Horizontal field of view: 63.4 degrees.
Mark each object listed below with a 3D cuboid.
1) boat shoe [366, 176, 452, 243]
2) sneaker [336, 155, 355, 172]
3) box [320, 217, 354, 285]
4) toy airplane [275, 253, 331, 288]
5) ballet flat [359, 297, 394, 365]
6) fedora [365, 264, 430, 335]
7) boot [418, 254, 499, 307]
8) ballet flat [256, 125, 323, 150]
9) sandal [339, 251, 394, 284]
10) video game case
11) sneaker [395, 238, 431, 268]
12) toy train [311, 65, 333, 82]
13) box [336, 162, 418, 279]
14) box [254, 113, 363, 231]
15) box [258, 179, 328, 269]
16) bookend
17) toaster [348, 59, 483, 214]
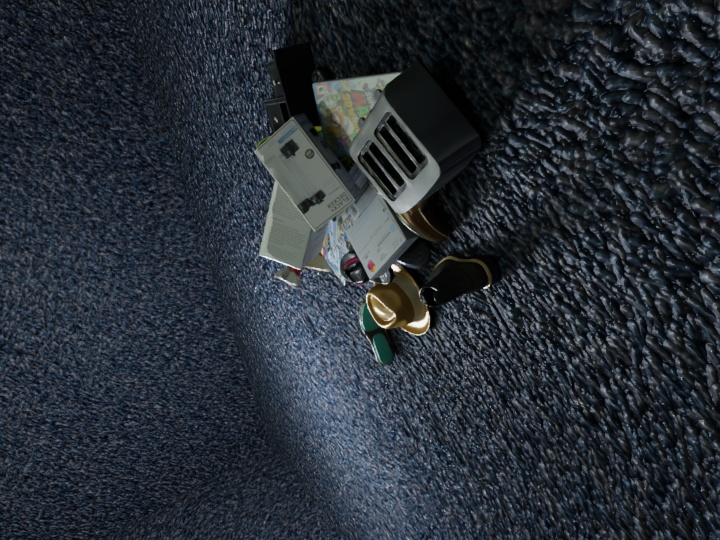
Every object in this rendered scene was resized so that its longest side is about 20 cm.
[{"bbox_3d":[0.098,-0.139,1.092,0.200,0.076,0.074,45,124,5],"label":"boat shoe"},{"bbox_3d":[-0.012,-0.249,1.192,0.084,0.075,0.201,27,136,11],"label":"sneaker"},{"bbox_3d":[-0.050,-0.078,1.428,0.137,0.040,0.201,52,150,32],"label":"box"},{"bbox_3d":[-0.152,-0.043,1.630,0.199,0.141,0.201,-39,58,33],"label":"toy airplane"},{"bbox_3d":[0.037,0.151,1.520,0.075,0.067,0.201,-135,26,-70],"label":"ballet flat"},{"bbox_3d":[0.072,0.077,1.330,0.200,0.082,0.201,41,147,35],"label":"fedora"},{"bbox_3d":[0.144,0.026,1.083,0.078,0.138,0.200,65,157,1],"label":"boot"},{"bbox_3d":[-0.130,-0.285,1.295,0.067,0.199,0.067,-88,-14,-59],"label":"ballet flat"},{"bbox_3d":[0.000,0.000,1.315,0.200,0.045,0.076,5,119,58],"label":"sandal"},{"bbox_3d":[0.010,-0.291,1.097,0.199,0.018,0.144,3,119,29],"label":"video game case"},{"bbox_3d":[0.087,-0.043,1.253,0.200,0.070,0.082,30,168,45],"label":"sneaker"},{"bbox_3d":[-0.045,-0.358,1.255,0.201,0.034,0.046,60,145,12],"label":"toy train"},{"bbox_3d":[0.021,-0.107,1.200,0.201,0.041,0.156,62,141,18],"label":"box"},{"bbox_3d":[-0.101,-0.193,1.155,0.116,0.060,0.200,-33,99,24],"label":"box"},{"bbox_3d":[-0.133,-0.128,1.301,0.106,0.152,0.201,19,110,8],"label":"box"},{"bbox_3d":[-0.178,-0.420,1.395,0.198,0.092,0.201,22,130,58],"label":"bookend"},{"bbox_3d":[0.090,-0.208,0.972,0.200,0.118,0.181,51,153,2],"label":"toaster"}]
